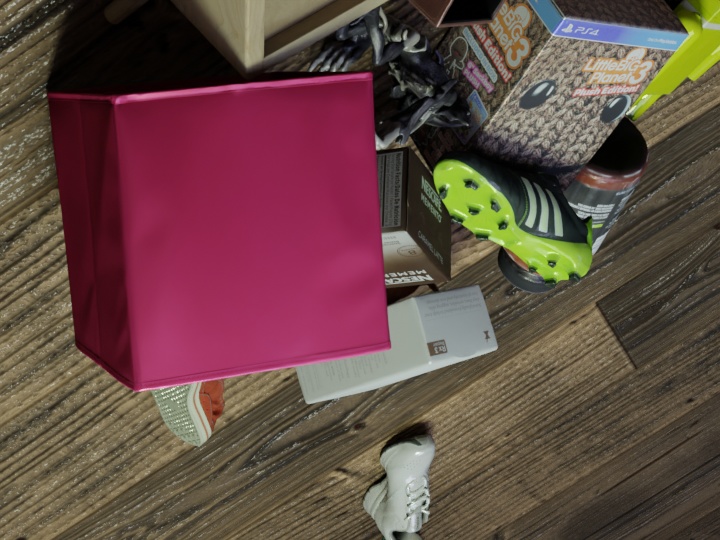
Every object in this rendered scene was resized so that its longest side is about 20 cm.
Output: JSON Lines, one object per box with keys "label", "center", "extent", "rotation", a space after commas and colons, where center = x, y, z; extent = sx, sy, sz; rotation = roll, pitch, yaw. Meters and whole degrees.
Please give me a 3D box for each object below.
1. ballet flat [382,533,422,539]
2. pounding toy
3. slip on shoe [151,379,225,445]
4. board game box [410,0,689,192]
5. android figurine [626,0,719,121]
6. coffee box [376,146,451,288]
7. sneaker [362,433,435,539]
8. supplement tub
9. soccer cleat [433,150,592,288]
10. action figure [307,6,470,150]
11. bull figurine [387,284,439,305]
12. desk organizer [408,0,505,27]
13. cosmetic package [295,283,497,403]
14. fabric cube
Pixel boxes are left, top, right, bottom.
{"label": "ballet flat", "center": [0.072, 0.433, 2.175], "extent": [0.069, 0.070, 0.200], "rotation": [-25, 149, -6]}
{"label": "pounding toy", "center": [-0.069, -0.237, 1.035], "extent": [0.184, 0.142, 0.200], "rotation": [-33, 155, -23]}
{"label": "slip on shoe", "center": [-0.171, 0.095, 1.489], "extent": [0.061, 0.074, 0.201], "rotation": [-54, 154, -30]}
{"label": "board game box", "center": [0.156, -0.171, 1.326], "extent": [0.159, 0.097, 0.200], "rotation": [-1, 140, -39]}
{"label": "android figurine", "center": [0.307, -0.215, 1.408], "extent": [0.200, 0.041, 0.182], "rotation": [-44, 167, 23]}
{"label": "coffee box", "center": [-0.032, -0.036, 1.303], "extent": [0.199, 0.080, 0.114], "rotation": [-6, 157, 21]}
{"label": "sneaker", "center": [0.063, 0.278, 1.920], "extent": [0.074, 0.087, 0.201], "rotation": [-13, 144, -22]}
{"label": "supplement tub", "center": [0.201, -0.065, 1.512], "extent": [0.106, 0.107, 0.201], "rotation": [-10, 146, -29]}
{"label": "soccer cleat", "center": [0.134, -0.059, 1.320], "extent": [0.067, 0.082, 0.200], "rotation": [-13, 144, 42]}
{"label": "action figure", "center": [0.015, -0.161, 1.215], "extent": [0.102, 0.119, 0.200], "rotation": [-39, 140, -3]}
{"label": "bull figurine", "center": [0.000, 0.000, 1.482], "extent": [0.199, 0.065, 0.122], "rotation": [-21, 145, -18]}
{"label": "desk organizer", "center": [0.088, -0.259, 0.971], "extent": [0.071, 0.077, 0.201], "rotation": [-15, 144, -49]}
{"label": "cosmetic package", "center": [0.030, 0.075, 1.525], "extent": [0.101, 0.075, 0.199], "rotation": [-9, 170, -43]}
{"label": "fabric cube", "center": [-0.108, -0.039, 1.115], "extent": [0.195, 0.200, 0.201], "rotation": [-9, 100, -23]}
